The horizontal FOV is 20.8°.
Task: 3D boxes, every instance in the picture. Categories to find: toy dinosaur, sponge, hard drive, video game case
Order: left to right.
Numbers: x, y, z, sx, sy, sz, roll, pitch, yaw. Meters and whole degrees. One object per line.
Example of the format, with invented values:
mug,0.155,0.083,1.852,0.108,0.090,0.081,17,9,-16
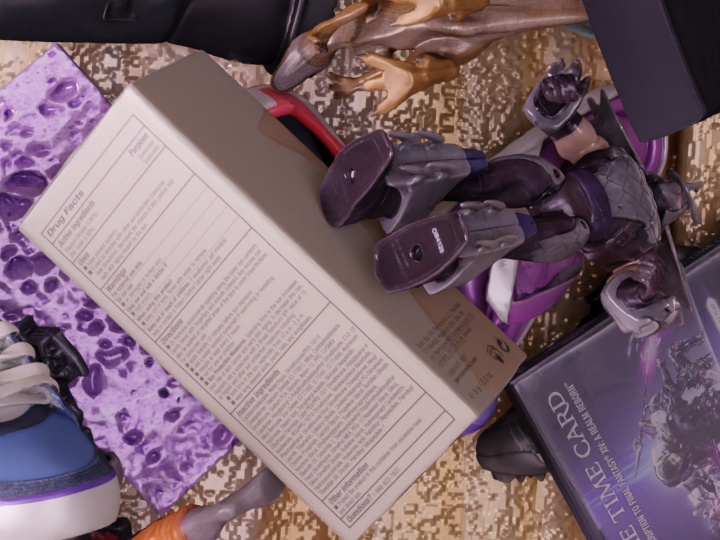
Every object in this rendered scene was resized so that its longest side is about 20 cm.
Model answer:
sponge,-0.118,0.005,0.921,0.112,0.030,0.200,-41,100,-5
toy dinosaur,0.046,-0.107,0.826,0.200,0.106,0.060,-2,106,22
hard drive,0.141,-0.166,0.797,0.135,0.042,0.200,-26,107,-24
video game case,0.181,0.059,0.926,0.200,0.019,0.143,-32,104,-11

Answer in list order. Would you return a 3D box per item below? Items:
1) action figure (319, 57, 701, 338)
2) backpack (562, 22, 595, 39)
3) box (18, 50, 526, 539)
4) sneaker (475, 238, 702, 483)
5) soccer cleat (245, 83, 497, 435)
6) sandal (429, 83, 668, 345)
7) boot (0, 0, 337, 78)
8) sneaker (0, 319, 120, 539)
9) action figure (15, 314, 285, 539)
action figure,0.084,-0.027,0.846,0.200,0.069,0.130,-6,58,-42
backpack,0.116,-0.193,0.884,0.200,0.151,0.178,25,89,-21
box,-0.037,0.009,0.844,0.200,0.078,0.095,45,117,2
sneaker,0.134,0.029,0.955,0.200,0.066,0.091,-27,96,-11
soccer cleat,0.000,0.000,0.919,0.067,0.076,0.200,-35,100,-6
sandal,0.082,-0.019,0.914,0.203,0.050,0.082,-49,118,-23
boot,-0.084,-0.191,0.879,0.168,0.076,0.200,8,100,-21
sneaker,-0.177,0.023,0.819,0.081,0.200,0.147,-14,110,-40
action figure,-0.125,0.126,0.868,0.193,0.105,0.200,-5,106,29
